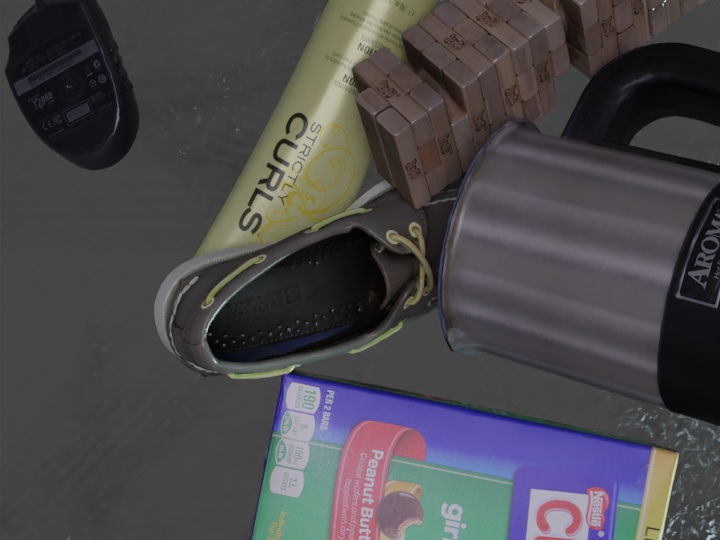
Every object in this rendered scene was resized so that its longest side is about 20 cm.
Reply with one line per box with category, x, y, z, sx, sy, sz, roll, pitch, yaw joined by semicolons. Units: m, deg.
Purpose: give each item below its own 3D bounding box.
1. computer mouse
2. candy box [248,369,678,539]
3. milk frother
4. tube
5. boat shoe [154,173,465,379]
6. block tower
computer mouse;-0.163;-0.145;0.802;0.058;0.034;0.202;-22;86;15
candy box;0.042;0.151;0.784;0.197;0.077;0.172;11;90;-3
milk frother;0.165;0.015;0.759;0.186;0.201;0.181;17;53;28
tube;-0.022;-0.058;0.796;0.058;0.052;0.202;28;94;26
boat shoe;0.001;0.003;0.768;0.200;0.060;0.073;-20;109;-18
block tower;0.086;-0.117;0.768;0.199;0.058;0.054;-35;51;-13
